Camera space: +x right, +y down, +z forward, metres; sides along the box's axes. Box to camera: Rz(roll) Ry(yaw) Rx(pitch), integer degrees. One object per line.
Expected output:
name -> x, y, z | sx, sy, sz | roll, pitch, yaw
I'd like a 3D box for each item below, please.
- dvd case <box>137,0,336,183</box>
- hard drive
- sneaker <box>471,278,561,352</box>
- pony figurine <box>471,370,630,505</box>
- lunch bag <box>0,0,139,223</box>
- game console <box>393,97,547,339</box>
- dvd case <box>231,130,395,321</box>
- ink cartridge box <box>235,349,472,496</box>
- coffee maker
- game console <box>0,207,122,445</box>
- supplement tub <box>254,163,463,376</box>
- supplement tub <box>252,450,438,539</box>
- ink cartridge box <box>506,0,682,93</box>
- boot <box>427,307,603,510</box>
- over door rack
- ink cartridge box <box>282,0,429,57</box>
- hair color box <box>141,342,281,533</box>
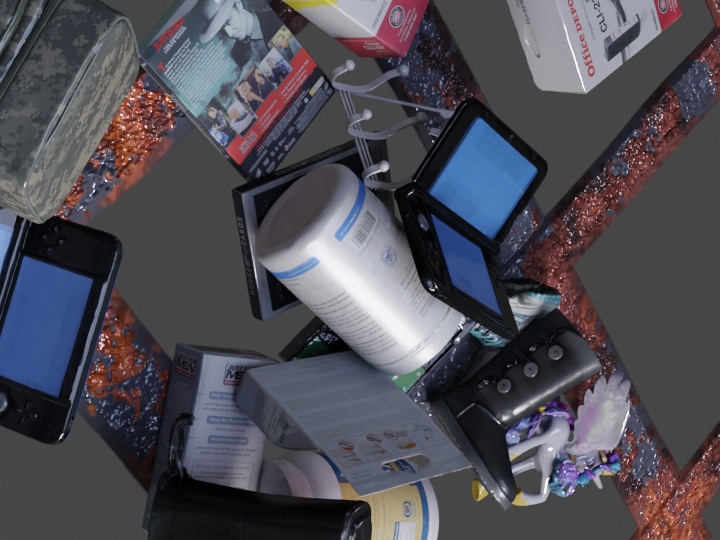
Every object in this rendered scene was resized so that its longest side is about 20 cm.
dvd case -> -0.124, -0.203, 1.346 | 0.146, 0.022, 0.200 | -54, 127, -16
hard drive -> 0.023, 0.074, 1.468 | 0.200, 0.038, 0.140 | -46, 113, -8
sneaker -> 0.163, 0.061, 1.586 | 0.199, 0.077, 0.087 | 1, 105, -36
pony figurine -> 0.243, 0.203, 1.644 | 0.198, 0.166, 0.195 | -7, 112, -21
lunch bag -> -0.310, -0.161, 1.138 | 0.167, 0.139, 0.201 | 27, 79, 4
game console -> 0.134, -0.048, 1.352 | 0.200, 0.116, 0.177 | 30, 38, -52
dvd case -> -0.044, -0.050, 1.424 | 0.199, 0.025, 0.152 | -26, 121, -33
ink cartridge box -> -0.007, 0.162, 1.326 | 0.159, 0.200, 0.048 | -6, 129, -42
coffee maker -> -0.095, 0.254, 1.253 | 0.135, 0.198, 0.194 | -56, 148, -67
game console -> -0.333, 0.038, 1.178 | 0.118, 0.169, 0.202 | 18, 88, -65
supplement tub -> 0.000, 0.000, 1.348 | 0.200, 0.132, 0.132 | 45, 72, -26
supplement tub -> -0.028, 0.273, 1.436 | 0.199, 0.144, 0.146 | 9, 93, -39
ink cartridge box -> 0.286, -0.327, 1.596 | 0.200, 0.083, 0.145 | -38, 120, -25
boot -> 0.203, 0.162, 1.548 | 0.199, 0.165, 0.066 | -33, 154, -3
over door rack -> 0.065, -0.141, 1.416 | 0.199, 0.066, 0.149 | 17, 47, -45
ink cartridge box -> -0.017, -0.332, 1.363 | 0.199, 0.083, 0.146 | 29, 81, -37
hair color box -> -0.156, 0.183, 1.373 | 0.098, 0.060, 0.202 | 9, 94, -38
